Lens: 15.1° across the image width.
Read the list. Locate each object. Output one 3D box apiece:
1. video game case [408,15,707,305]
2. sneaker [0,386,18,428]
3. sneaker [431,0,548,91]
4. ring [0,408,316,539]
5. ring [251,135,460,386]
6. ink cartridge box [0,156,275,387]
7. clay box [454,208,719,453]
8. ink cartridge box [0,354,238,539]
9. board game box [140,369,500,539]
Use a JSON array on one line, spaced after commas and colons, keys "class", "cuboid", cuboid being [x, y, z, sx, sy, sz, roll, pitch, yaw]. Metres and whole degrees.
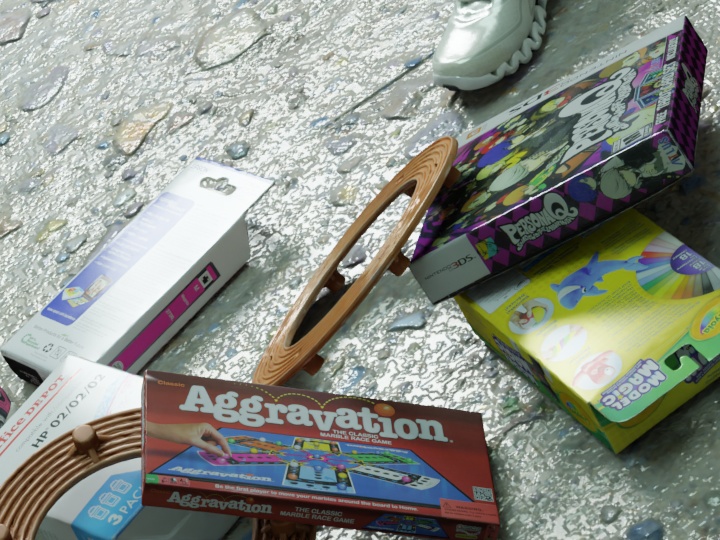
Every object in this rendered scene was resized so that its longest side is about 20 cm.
[{"class": "video game case", "cuboid": [0.125, -0.070, 1.667, 0.181, 0.036, 0.200, -28, 17, 21]}, {"class": "sneaker", "cuboid": [-0.315, 0.110, 1.800, 0.200, 0.075, 0.081, -19, 36, 19]}, {"class": "sneaker", "cuboid": [0.100, -0.205, 1.881, 0.075, 0.081, 0.200, 5, 50, 38]}, {"class": "ring", "cuboid": [-0.124, 0.148, 1.533, 0.200, 0.019, 0.201, -6, 44, 6]}, {"class": "ring", "cuboid": [0.000, 0.000, 1.678, 0.201, 0.019, 0.200, -51, 9, 12]}, {"class": "ink cartridge box", "cuboid": [-0.144, 0.007, 1.837, 0.200, 0.037, 0.095, -48, 37, -19]}, {"class": "clay box", "cuboid": [0.148, 0.029, 1.579, 0.115, 0.048, 0.200, -36, 35, -8]}, {"class": "ink cartridge box", "cuboid": [-0.166, 0.123, 1.678, 0.200, 0.068, 0.115, 13, 53, 45]}, {"class": "board game box", "cuboid": [-0.024, 0.105, 1.537, 0.199, 0.019, 0.103, 7, 33, -10]}]
